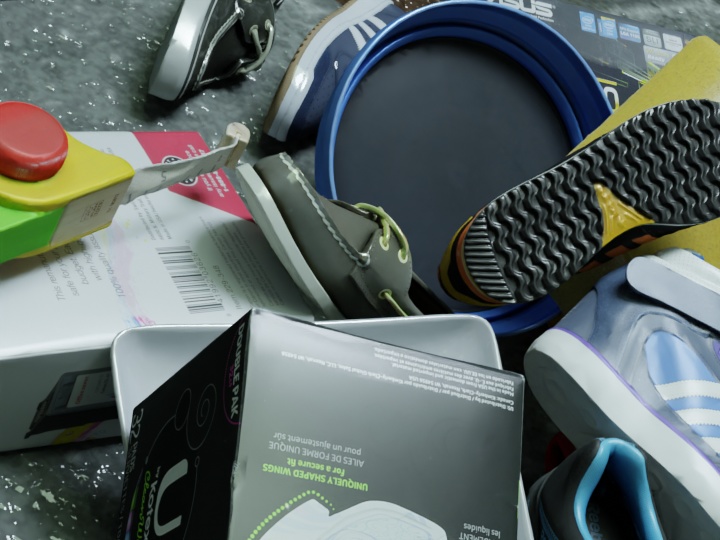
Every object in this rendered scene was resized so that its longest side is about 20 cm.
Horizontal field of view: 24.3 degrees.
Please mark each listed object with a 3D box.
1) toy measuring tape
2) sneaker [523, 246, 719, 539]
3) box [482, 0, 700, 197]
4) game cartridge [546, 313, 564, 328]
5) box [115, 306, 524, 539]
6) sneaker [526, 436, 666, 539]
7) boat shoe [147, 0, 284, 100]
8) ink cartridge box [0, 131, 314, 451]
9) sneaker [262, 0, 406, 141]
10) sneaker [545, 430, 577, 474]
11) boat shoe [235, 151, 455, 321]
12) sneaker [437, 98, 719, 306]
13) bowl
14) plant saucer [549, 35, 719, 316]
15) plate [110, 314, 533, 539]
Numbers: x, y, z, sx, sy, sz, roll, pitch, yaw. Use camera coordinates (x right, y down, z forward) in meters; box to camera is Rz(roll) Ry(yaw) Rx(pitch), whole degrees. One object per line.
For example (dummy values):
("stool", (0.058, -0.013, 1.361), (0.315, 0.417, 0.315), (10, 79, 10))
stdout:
("toy measuring tape", (-0.138, -0.053, 0.783), (0.074, 0.074, 0.200), (44, 40, 17))
("sneaker", (0.198, 0.074, 0.884), (0.146, 0.081, 0.200), (-33, 70, -24))
("box", (0.154, -0.096, 1.115), (0.200, 0.049, 0.162), (11, 60, -23))
("game cartridge", (0.168, -0.004, 1.124), (0.176, 0.032, 0.200), (-11, 51, -43))
("box", (-0.025, 0.141, 0.660), (0.124, 0.149, 0.200), (15, 63, -21))
("sneaker", (0.117, 0.177, 0.803), (0.073, 0.082, 0.200), (1, 60, -15))
("boat shoe", (-0.085, -0.164, 1.091), (0.064, 0.071, 0.200), (26, 35, -5))
("ink cartridge box", (-0.147, 0.006, 0.835), (0.200, 0.086, 0.148), (-5, 50, -37))
("sneaker", (0.015, -0.121, 1.114), (0.108, 0.070, 0.200), (32, 33, 3))
("sneaker", (0.175, 0.159, 0.925), (0.115, 0.078, 0.200), (-32, 74, -26))
("boat shoe", (-0.001, -0.002, 0.876), (0.202, 0.060, 0.072), (55, 4, -48))
("sneaker", (0.129, -0.037, 0.925), (0.200, 0.090, 0.070), (-25, 91, -20))
("bowl", (0.065, -0.059, 0.997), (0.200, 0.039, 0.201), (2, 85, -25))
("plant saucer", (0.216, -0.015, 1.016), (0.200, 0.048, 0.200), (-42, 103, -23))
("plate", (-0.014, 0.121, 0.779), (0.199, 0.032, 0.200), (-2, 71, -24))
